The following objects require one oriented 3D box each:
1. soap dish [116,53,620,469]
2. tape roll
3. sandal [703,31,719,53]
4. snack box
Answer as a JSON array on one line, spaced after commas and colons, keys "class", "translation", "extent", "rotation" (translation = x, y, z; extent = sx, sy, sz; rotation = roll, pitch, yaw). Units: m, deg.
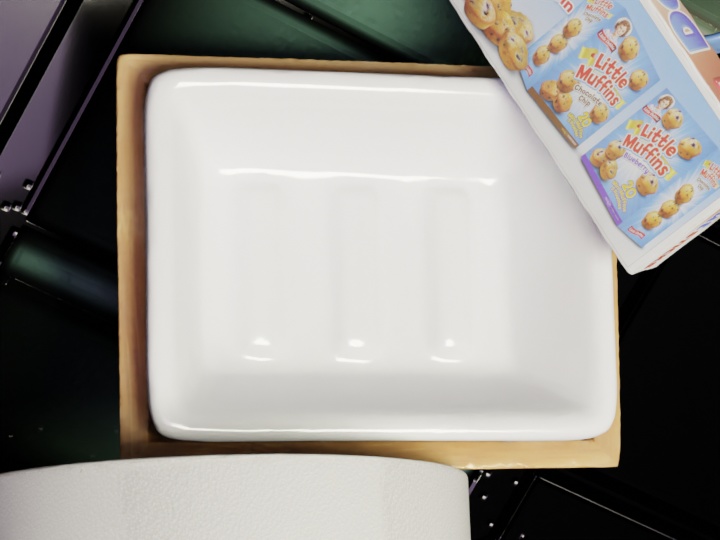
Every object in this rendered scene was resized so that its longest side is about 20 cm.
[{"class": "soap dish", "translation": [0.000, 0.000, 1.106], "extent": [0.200, 0.081, 0.158], "rotation": [1, 82, -17]}, {"class": "tape roll", "translation": [-0.058, 0.100, 1.091], "extent": [0.202, 0.203, 0.037], "rotation": [0, 80, -16]}, {"class": "sandal", "translation": [0.172, -0.132, 1.117], "extent": [0.200, 0.080, 0.087], "rotation": [-9, 140, -41]}, {"class": "snack box", "translation": [0.076, -0.101, 1.069], "extent": [0.072, 0.024, 0.200], "rotation": [-39, 78, 33]}]
